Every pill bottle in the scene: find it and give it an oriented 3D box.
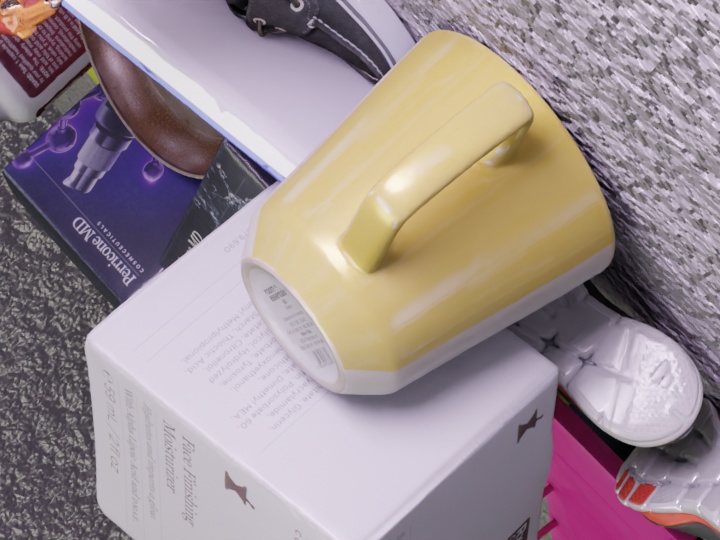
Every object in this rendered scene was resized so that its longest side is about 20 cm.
[{"bbox_3d":[-0.244,-0.182,2.000,0.114,0.200,0.114,46,173,8],"label":"pill bottle"}]

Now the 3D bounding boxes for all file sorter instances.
[{"bbox_3d":[0.124,0.206,1.735,0.139,0.125,0.201,44,161,31],"label":"file sorter"}]

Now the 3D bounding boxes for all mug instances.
[{"bbox_3d":[0.019,-0.029,1.363,0.149,0.153,0.187,39,159,39],"label":"mug"}]

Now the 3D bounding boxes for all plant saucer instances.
[{"bbox_3d":[-0.112,-0.157,1.706,0.200,0.032,0.202,29,130,40],"label":"plant saucer"}]

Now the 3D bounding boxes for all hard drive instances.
[{"bbox_3d":[-0.082,-0.135,1.483,0.200,0.025,0.132,39,-145,-3],"label":"hard drive"}]

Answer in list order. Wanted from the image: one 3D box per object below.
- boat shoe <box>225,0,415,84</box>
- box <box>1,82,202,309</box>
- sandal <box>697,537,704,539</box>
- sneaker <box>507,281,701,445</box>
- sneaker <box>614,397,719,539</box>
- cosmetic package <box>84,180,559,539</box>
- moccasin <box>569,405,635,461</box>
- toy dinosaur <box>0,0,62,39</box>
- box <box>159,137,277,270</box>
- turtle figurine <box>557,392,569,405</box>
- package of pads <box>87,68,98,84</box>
[{"bbox_3d":[-0.053,-0.160,1.465,0.200,0.057,0.069,41,171,-21],"label":"boat shoe"},{"bbox_3d":[-0.114,-0.066,1.847,0.148,0.200,0.104,44,173,26],"label":"box"},{"bbox_3d":[0.238,0.168,1.639,0.200,0.043,0.076,46,173,15],"label":"sandal"},{"bbox_3d":[0.107,0.031,1.512,0.200,0.077,0.082,46,179,21],"label":"sneaker"},{"bbox_3d":[0.207,0.131,1.512,0.082,0.077,0.200,43,176,-18],"label":"sneaker"},{"bbox_3d":[-0.021,0.092,1.477,0.200,0.165,0.165,37,149,25],"label":"cosmetic package"},{"bbox_3d":[0.159,0.136,1.838,0.081,0.068,0.200,50,172,-23],"label":"moccasin"},{"bbox_3d":[-0.094,-0.152,1.318,0.105,0.181,0.200,39,170,48],"label":"toy dinosaur"},{"bbox_3d":[0.000,0.000,1.643,0.200,0.117,0.197,48,154,6],"label":"box"},{"bbox_3d":[0.089,0.042,1.769,0.200,0.064,0.161,43,172,34],"label":"turtle figurine"},{"bbox_3d":[-0.194,-0.186,2.224,0.155,0.068,0.200,52,173,-29],"label":"package of pads"}]
